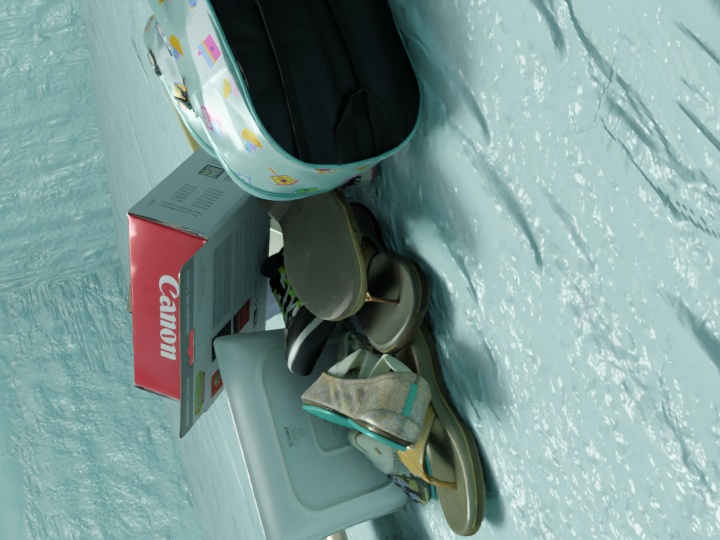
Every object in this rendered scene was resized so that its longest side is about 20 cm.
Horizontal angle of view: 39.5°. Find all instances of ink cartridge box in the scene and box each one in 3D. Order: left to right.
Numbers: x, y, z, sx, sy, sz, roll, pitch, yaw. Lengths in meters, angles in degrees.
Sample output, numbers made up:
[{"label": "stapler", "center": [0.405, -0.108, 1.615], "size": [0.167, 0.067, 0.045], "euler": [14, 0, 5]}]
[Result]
[{"label": "ink cartridge box", "center": [-0.155, 0.020, 0.922], "size": [0.176, 0.083, 0.202], "euler": [-55, -23, -52]}]

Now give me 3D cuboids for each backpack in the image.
[{"label": "backpack", "center": [-0.055, -0.153, 0.743], "size": [0.153, 0.175, 0.201], "euler": [-34, 81, 50]}]

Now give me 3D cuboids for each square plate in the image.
[{"label": "square plate", "center": [-0.035, 0.145, 0.946], "size": [0.028, 0.197, 0.202], "euler": [-24, 79, 38]}]

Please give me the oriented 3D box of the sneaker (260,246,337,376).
[{"label": "sneaker", "center": [-0.061, 0.025, 0.937], "size": [0.200, 0.082, 0.072], "euler": [-79, 15, -64]}]

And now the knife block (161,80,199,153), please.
[{"label": "knife block", "center": [-0.178, -0.158, 1.151], "size": [0.176, 0.199, 0.064], "euler": [-56, 44, 27]}]

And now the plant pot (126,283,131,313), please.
[{"label": "plant pot", "center": [-0.213, -0.025, 1.367], "size": [0.200, 0.198, 0.176], "euler": [162, 111, -72]}]

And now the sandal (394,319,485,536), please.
[{"label": "sandal", "center": [0.050, 0.127, 0.841], "size": [0.080, 0.054, 0.202], "euler": [119, 135, -63]}]

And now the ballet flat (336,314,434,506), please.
[{"label": "ballet flat", "center": [0.015, 0.126, 0.926], "size": [0.072, 0.071, 0.202], "euler": [-173, 71, -71]}]

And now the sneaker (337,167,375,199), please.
[{"label": "sneaker", "center": [-0.040, -0.101, 0.917], "size": [0.200, 0.074, 0.081], "euler": [146, 110, -70]}]

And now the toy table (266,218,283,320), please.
[{"label": "toy table", "center": [-0.139, -0.024, 1.121], "size": [0.200, 0.182, 0.118], "euler": [-56, -20, -52]}]

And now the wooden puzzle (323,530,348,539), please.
[{"label": "wooden puzzle", "center": [-0.044, 0.328, 1.038], "size": [0.200, 0.046, 0.187], "euler": [110, 147, -59]}]

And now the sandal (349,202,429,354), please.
[{"label": "sandal", "center": [0.000, 0.000, 0.868], "size": [0.082, 0.054, 0.201], "euler": [-63, 33, 26]}]

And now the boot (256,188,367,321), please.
[{"label": "boot", "center": [-0.022, -0.028, 0.805], "size": [0.074, 0.075, 0.201], "euler": [-50, 37, 20]}]

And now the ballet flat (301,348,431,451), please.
[{"label": "ballet flat", "center": [0.008, 0.101, 0.825], "size": [0.200, 0.068, 0.068], "euler": [1, 67, 67]}]
